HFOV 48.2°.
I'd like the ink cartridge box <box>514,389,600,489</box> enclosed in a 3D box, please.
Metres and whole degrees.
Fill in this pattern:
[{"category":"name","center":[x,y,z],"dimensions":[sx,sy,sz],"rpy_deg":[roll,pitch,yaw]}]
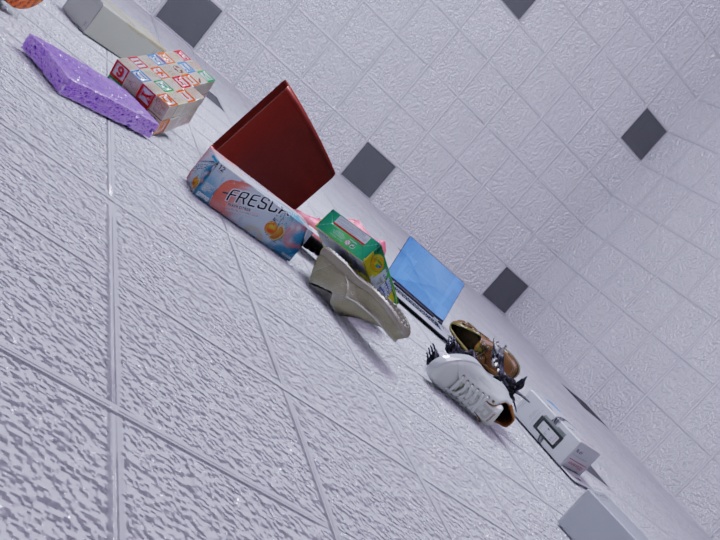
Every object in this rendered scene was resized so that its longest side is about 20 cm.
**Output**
[{"category":"ink cartridge box","center":[0.416,0.349,1.661],"dimensions":[0.116,0.068,0.200],"rpy_deg":[33,13,-47]}]

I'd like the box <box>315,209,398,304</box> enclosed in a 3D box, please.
[{"category":"box","center":[0.000,0.000,1.323],"dimensions":[0.117,0.048,0.201],"rpy_deg":[37,-21,31]}]

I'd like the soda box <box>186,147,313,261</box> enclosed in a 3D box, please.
[{"category":"soda box","center":[-0.168,-0.099,1.232],"dimensions":[0.199,0.064,0.069],"rpy_deg":[36,9,-35]}]

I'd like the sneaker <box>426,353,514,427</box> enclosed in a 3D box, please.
[{"category":"sneaker","center":[0.193,0.203,1.337],"dimensions":[0.199,0.073,0.085],"rpy_deg":[29,26,-34]}]

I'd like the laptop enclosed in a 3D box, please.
[{"category":"laptop","center":[0.158,0.041,1.876],"dimensions":[0.187,0.116,0.200],"rpy_deg":[40,8,-11]}]

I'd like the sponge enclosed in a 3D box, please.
[{"category":"sponge","center":[-0.385,-0.262,1.162],"dimensions":[0.112,0.030,0.200],"rpy_deg":[45,9,22]}]

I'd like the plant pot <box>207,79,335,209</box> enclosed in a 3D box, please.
[{"category":"plant pot","center":[-0.153,-0.210,1.477],"dimensions":[0.177,0.199,0.200],"rpy_deg":[48,6,-17]}]

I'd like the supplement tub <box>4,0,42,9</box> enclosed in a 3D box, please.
[{"category":"supplement tub","center":[-0.563,-0.500,1.226],"dimensions":[0.200,0.123,0.122],"rpy_deg":[44,8,10]}]

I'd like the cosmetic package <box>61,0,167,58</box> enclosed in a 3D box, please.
[{"category":"cosmetic package","center":[-0.507,-0.499,1.677],"dimensions":[0.104,0.073,0.200],"rpy_deg":[46,8,27]}]

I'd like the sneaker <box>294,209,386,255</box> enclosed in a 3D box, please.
[{"category":"sneaker","center":[-0.041,-0.063,1.449],"dimensions":[0.199,0.088,0.074],"rpy_deg":[32,-20,-8]}]

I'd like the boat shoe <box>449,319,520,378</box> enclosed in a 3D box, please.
[{"category":"boat shoe","center":[0.287,0.191,1.911],"dimensions":[0.199,0.073,0.068],"rpy_deg":[36,8,31]}]

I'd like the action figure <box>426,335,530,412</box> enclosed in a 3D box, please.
[{"category":"action figure","center":[0.222,0.179,1.456],"dimensions":[0.199,0.119,0.103],"rpy_deg":[30,44,-24]}]

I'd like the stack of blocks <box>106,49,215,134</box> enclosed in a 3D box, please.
[{"category":"stack of blocks","center":[-0.325,-0.305,1.359],"dimensions":[0.115,0.059,0.200],"rpy_deg":[41,27,1]}]

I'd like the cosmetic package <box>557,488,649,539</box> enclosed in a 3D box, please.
[{"category":"cosmetic package","center":[0.387,0.416,1.156],"dimensions":[0.200,0.071,0.101],"rpy_deg":[47,10,34]}]

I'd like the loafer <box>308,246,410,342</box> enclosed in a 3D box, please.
[{"category":"loafer","center":[-0.004,0.047,1.218],"dimensions":[0.200,0.068,0.076],"rpy_deg":[42,3,30]}]
